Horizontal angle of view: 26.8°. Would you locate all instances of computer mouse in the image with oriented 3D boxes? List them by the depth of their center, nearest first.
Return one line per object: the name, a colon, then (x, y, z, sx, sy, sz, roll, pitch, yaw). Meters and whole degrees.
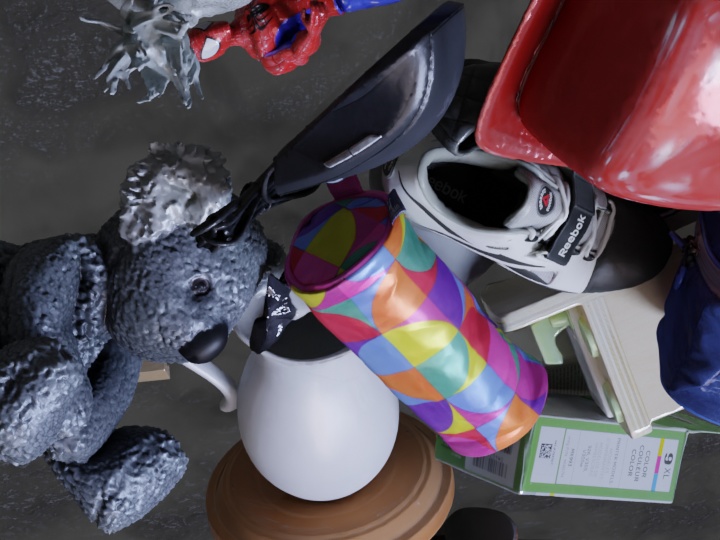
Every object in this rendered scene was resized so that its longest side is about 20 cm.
computer mouse: (0.003, -0.077, 0.827, 0.200, 0.046, 0.140, -39, -176, 31)

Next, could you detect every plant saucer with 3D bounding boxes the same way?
plant saucer: (-0.025, 0.168, 1.202, 0.199, 0.201, 0.032, -11, 123, -3)

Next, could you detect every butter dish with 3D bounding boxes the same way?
butter dish: (0.190, -0.099, 0.787, 0.198, 0.148, 0.201, 4, 130, -28)

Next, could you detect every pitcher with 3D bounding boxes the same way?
pitcher: (-0.058, 0.081, 1.109, 0.170, 0.122, 0.201, 5, 143, 8)

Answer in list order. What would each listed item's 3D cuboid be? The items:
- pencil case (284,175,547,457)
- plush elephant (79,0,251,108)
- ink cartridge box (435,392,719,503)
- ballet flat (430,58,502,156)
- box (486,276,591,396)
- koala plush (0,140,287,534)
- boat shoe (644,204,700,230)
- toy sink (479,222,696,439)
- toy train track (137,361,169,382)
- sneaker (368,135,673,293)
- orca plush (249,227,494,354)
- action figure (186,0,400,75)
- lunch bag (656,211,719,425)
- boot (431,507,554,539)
pencil case: (0.037, 0.031, 0.931, 0.088, 0.089, 0.200, -24, 128, 22)
plush elephant: (-0.081, -0.180, 0.558, 0.164, 0.201, 0.155, -4, 134, -2)
ink cartridge box: (0.166, 0.128, 1.109, 0.199, 0.060, 0.104, 8, -176, -33)
ballet flat: (0.131, -0.096, 0.898, 0.199, 0.057, 0.067, -6, 151, -15)
box: (0.202, 0.040, 1.162, 0.199, 0.078, 0.095, -13, 153, -1)
koala plush: (-0.142, 0.016, 0.920, 0.200, 0.184, 0.177, -37, 145, 0)
boat shoe: (0.199, -0.066, 0.987, 0.199, 0.071, 0.064, -22, 120, 35)
toy sink: (0.198, 0.037, 1.040, 0.199, 0.113, 0.130, -22, -174, 1)
toy train track: (-0.238, 0.070, 1.086, 0.199, 0.033, 0.115, -6, 160, -1)
sneaker: (0.107, -0.031, 0.917, 0.199, 0.075, 0.088, 14, 179, -14)
orca plush: (0.000, 0.000, 0.995, 0.200, 0.106, 0.071, -33, -153, -31)
action figure: (-0.006, -0.149, 0.723, 0.199, 0.066, 0.099, -22, 170, 17)
lunch bag: (0.271, 0.022, 0.892, 0.199, 0.136, 0.133, 20, 114, -2)
boot: (0.171, 0.307, 1.664, 0.199, 0.065, 0.186, 13, 156, -35)
